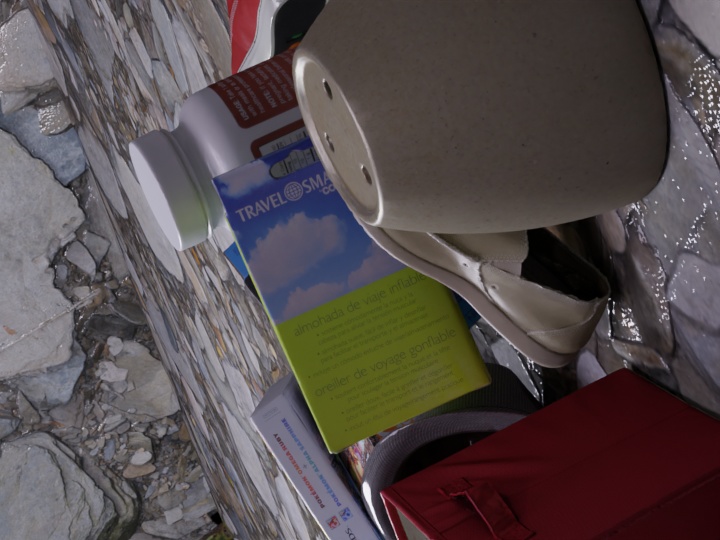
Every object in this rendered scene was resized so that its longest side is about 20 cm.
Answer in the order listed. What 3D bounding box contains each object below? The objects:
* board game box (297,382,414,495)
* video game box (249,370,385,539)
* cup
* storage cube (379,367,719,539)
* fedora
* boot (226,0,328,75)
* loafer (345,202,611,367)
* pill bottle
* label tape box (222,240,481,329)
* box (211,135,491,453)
[{"bbox_3d":[0.028,0.128,1.437,0.201,0.096,0.160,58,165,25],"label":"board game box"},{"bbox_3d":[-0.033,0.191,1.546,0.183,0.047,0.200,55,-176,-1],"label":"video game box"},{"bbox_3d":[0.048,-0.100,0.859,0.201,0.142,0.201,59,165,25],"label":"cup"},{"bbox_3d":[0.144,0.185,0.927,0.171,0.179,0.201,29,141,68],"label":"storage cube"},{"bbox_3d":[0.090,0.136,1.166,0.091,0.175,0.201,-86,-11,-47],"label":"fedora"},{"bbox_3d":[-0.089,-0.228,1.311,0.145,0.072,0.200,60,158,19],"label":"boot"},{"bbox_3d":[0.072,-0.025,0.963,0.200,0.068,0.076,37,-143,-15],"label":"loafer"},{"bbox_3d":[-0.058,-0.093,1.145,0.113,0.199,0.112,58,165,26],"label":"pill bottle"},{"bbox_3d":[0.000,0.000,1.199,0.063,0.144,0.200,43,-177,-40],"label":"label tape box"},{"bbox_3d":[-0.007,0.006,1.077,0.048,0.121,0.201,-114,0,-84],"label":"box"}]
